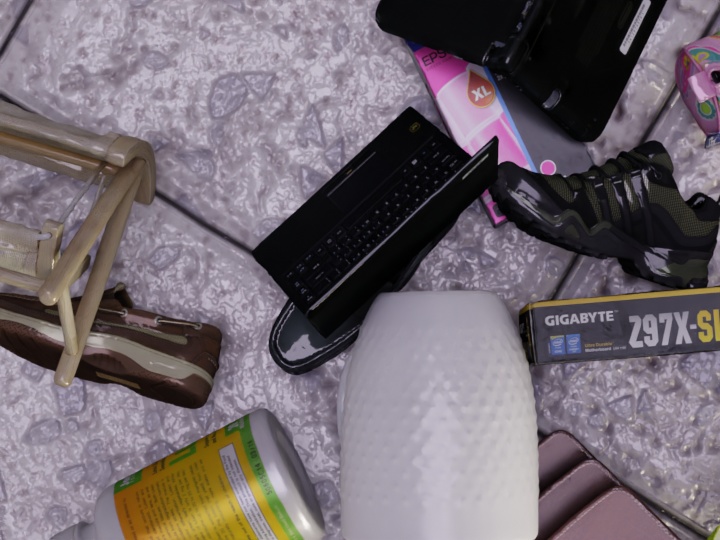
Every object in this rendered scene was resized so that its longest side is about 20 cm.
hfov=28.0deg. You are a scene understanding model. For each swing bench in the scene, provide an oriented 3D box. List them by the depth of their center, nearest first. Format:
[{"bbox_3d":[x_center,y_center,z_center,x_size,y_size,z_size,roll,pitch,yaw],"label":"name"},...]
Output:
[{"bbox_3d":[-0.279,-0.051,1.093,0.196,0.130,0.202,15,57,4],"label":"swing bench"}]

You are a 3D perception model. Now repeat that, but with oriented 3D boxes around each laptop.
[{"bbox_3d":[0.003,-0.050,1.055,0.177,0.104,0.200,-41,43,-3],"label":"laptop"}]

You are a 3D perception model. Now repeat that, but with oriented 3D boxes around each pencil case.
[{"bbox_3d":[0.342,-0.171,1.119,0.198,0.087,0.088,-23,86,1],"label":"pencil case"}]

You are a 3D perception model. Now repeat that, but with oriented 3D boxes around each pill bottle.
[{"bbox_3d":[-0.136,0.199,1.116,0.198,0.111,0.112,-27,86,2],"label":"pill bottle"}]

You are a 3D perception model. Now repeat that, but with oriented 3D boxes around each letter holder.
[{"bbox_3d":[0.133,0.235,1.105,0.142,0.101,0.200,44,90,6],"label":"letter holder"}]

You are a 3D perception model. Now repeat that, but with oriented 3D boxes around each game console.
[{"bbox_3d":[0.140,-0.229,1.140,0.175,0.116,0.202,35,77,-33],"label":"game console"}]

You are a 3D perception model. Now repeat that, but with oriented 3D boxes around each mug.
[{"bbox_3d":[0.043,0.105,1.081,0.146,0.199,0.178,1,88,-33],"label":"mug"}]

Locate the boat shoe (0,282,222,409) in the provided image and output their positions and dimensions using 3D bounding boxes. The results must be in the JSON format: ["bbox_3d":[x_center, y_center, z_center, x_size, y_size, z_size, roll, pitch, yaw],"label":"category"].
[{"bbox_3d":[-0.205,0.047,1.157,0.200,0.075,0.076,18,66,5],"label":"boat shoe"}]

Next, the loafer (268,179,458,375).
[{"bbox_3d":[0.000,0.000,1.138,0.068,0.070,0.201,44,90,7],"label":"loafer"}]

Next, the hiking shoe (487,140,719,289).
[{"bbox_3d":[0.191,-0.058,1.114,0.198,0.076,0.102,20,90,-18],"label":"hiking shoe"}]

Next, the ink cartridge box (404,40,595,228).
[{"bbox_3d":[0.106,-0.144,1.158,0.094,0.037,0.202,-26,84,2],"label":"ink cartridge box"}]

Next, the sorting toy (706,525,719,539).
[{"bbox_3d":[0.290,0.246,1.068,0.106,0.199,0.182,33,93,40],"label":"sorting toy"}]

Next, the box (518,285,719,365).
[{"bbox_3d":[0.220,0.041,1.078,0.197,0.160,0.050,-5,88,4],"label":"box"}]
